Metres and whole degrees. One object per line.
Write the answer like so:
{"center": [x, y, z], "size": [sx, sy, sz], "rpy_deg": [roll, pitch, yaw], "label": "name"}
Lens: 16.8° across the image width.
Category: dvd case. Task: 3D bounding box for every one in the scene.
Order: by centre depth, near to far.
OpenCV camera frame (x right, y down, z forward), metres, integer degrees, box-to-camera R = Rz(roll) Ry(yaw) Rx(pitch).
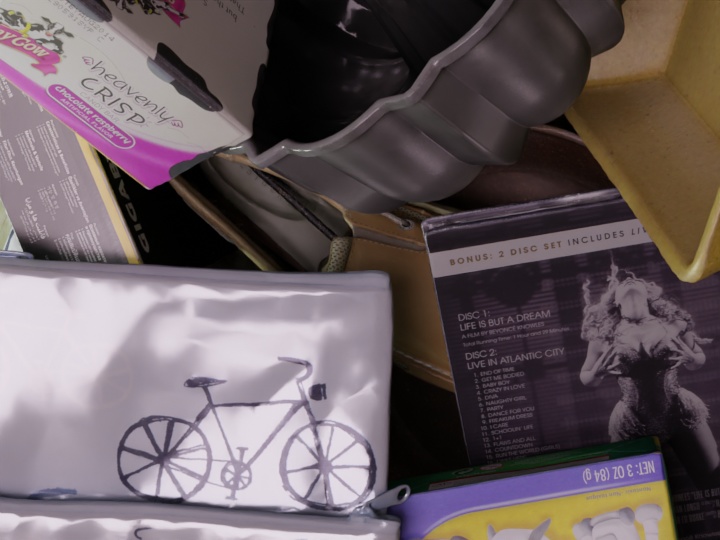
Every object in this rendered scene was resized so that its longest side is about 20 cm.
{"center": [0.114, 0.058, 0.972], "size": [0.148, 0.016, 0.201], "rpy_deg": [-10, 116, 6], "label": "dvd case"}

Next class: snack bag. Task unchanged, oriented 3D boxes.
{"center": [-0.075, 0.091, 0.926], "size": [0.188, 0.021, 0.201], "rpy_deg": [3, 95, 2], "label": "snack bag"}

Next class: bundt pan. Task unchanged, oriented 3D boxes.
{"center": [0.029, -0.105, 0.942], "size": [0.202, 0.202, 0.076], "rpy_deg": [-31, 127, 27], "label": "bundt pan"}

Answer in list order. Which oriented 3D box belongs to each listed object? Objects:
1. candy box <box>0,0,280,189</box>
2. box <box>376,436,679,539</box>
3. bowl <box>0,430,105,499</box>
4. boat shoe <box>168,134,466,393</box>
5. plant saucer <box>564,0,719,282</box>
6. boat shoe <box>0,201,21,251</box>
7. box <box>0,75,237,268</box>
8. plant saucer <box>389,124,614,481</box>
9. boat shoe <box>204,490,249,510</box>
{"center": [-0.091, -0.151, 0.940], "size": [0.061, 0.201, 0.136], "rpy_deg": [-25, 130, 35], "label": "candy box"}
{"center": [0.079, 0.175, 0.956], "size": [0.117, 0.048, 0.201], "rpy_deg": [-11, 95, 6], "label": "box"}
{"center": [-0.115, 0.091, 1.047], "size": [0.200, 0.200, 0.108], "rpy_deg": [-55, 49, 25], "label": "bowl"}
{"center": [0.000, 0.000, 0.990], "size": [0.200, 0.076, 0.072], "rpy_deg": [30, 110, 11], "label": "boat shoe"}
{"center": [0.144, -0.117, 0.898], "size": [0.048, 0.200, 0.201], "rpy_deg": [11, 111, -15], "label": "plant saucer"}
{"center": [-0.151, 0.050, 1.122], "size": [0.062, 0.072, 0.201], "rpy_deg": [52, 135, 48], "label": "boat shoe"}
{"center": [-0.123, -0.084, 1.014], "size": [0.049, 0.160, 0.201], "rpy_deg": [-21, 93, 10], "label": "box"}
{"center": [0.068, 0.032, 1.033], "size": [0.200, 0.037, 0.201], "rpy_deg": [6, 105, 23], "label": "plant saucer"}
{"center": [-0.087, 0.165, 0.987], "size": [0.075, 0.086, 0.202], "rpy_deg": [46, 117, 27], "label": "boat shoe"}
